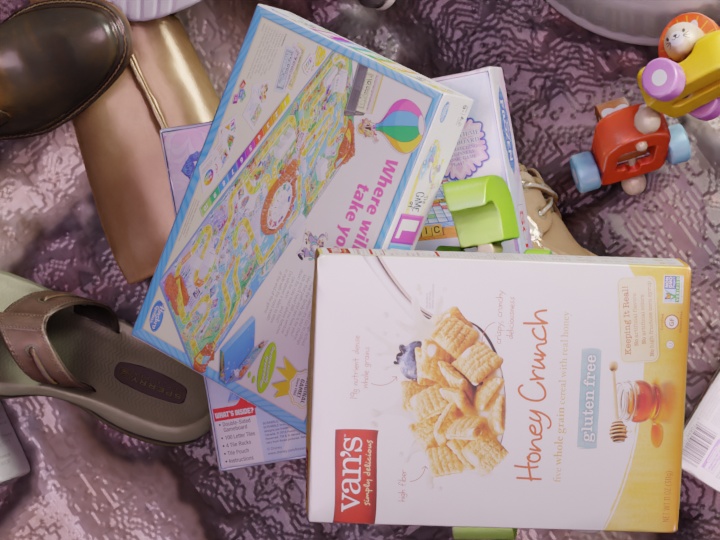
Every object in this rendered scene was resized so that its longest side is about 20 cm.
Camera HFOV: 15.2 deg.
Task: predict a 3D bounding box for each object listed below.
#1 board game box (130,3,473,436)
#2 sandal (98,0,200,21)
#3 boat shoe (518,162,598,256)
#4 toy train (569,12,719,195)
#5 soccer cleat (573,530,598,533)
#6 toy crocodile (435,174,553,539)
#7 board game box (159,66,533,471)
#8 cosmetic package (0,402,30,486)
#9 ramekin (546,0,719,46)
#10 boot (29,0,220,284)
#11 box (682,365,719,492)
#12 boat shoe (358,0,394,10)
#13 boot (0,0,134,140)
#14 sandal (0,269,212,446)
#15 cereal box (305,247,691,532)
[{"bbox_3d":[-0.034,-0.028,1.483,0.134,0.034,0.201,28,101,30],"label":"board game box"},{"bbox_3d":[-0.062,-0.208,1.538,0.205,0.059,0.080,-20,108,19],"label":"sandal"},{"bbox_3d":[0.084,-0.031,1.572,0.199,0.071,0.065,25,96,8],"label":"boat shoe"},{"bbox_3d":[0.209,-0.111,1.533,0.199,0.150,0.056,-19,71,0],"label":"toy train"},{"bbox_3d":[0.063,0.089,1.587,0.200,0.070,0.086,48,112,6],"label":"soccer cleat"},{"bbox_3d":[0.067,0.048,1.471,0.067,0.062,0.202,4,95,12],"label":"toy crocodile"},{"bbox_3d":[0.000,0.000,1.537,0.199,0.041,0.201,-9,92,14],"label":"board game box"},{"bbox_3d":[-0.289,0.054,1.624,0.101,0.071,0.201,-26,87,7],"label":"cosmetic package"},{"bbox_3d":[0.172,-0.231,1.541,0.199,0.105,0.202,0,91,7],"label":"ramekin"},{"bbox_3d":[-0.098,-0.117,1.604,0.174,0.066,0.201,-23,90,13],"label":"boot"},{"bbox_3d":[0.244,0.035,1.568,0.041,0.039,0.201,30,95,5],"label":"box"},{"bbox_3d":[-0.011,-0.252,1.578,0.057,0.067,0.202,1,84,-25],"label":"boat shoe"},{"bbox_3d":[-0.227,-0.101,1.565,0.199,0.097,0.075,-19,96,32],"label":"boot"},{"bbox_3d":[-0.172,0.041,1.588,0.200,0.057,0.080,17,59,-11],"label":"sandal"},{"bbox_3d":[0.071,0.063,1.426,0.198,0.040,0.145,1,97,-4],"label":"cereal box"}]
